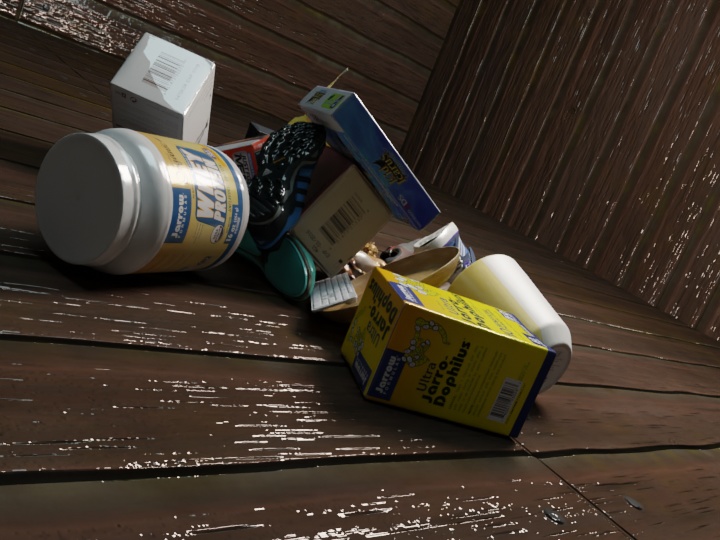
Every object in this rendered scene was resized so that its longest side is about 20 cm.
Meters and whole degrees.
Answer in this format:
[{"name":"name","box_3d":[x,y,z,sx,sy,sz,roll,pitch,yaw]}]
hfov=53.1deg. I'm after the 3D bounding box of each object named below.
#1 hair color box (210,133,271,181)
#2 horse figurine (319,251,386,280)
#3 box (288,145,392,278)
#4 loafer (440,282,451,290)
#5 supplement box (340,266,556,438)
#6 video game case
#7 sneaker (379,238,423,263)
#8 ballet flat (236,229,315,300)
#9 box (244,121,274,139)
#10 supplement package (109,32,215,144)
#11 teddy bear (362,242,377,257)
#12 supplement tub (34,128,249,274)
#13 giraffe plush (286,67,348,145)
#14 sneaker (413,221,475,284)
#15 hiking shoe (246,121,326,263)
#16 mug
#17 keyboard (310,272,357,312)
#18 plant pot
[{"name":"hair color box","box_3d":[-0.212,-0.136,0.995,0.194,0.066,0.111,-7,16,15]},{"name":"horse figurine","box_3d":[0.000,0.000,1.120,0.197,0.051,0.132,10,19,-48]},{"name":"box","box_3d":[-0.065,-0.104,1.048,0.109,0.128,0.200,48,-3,-36]},{"name":"loafer","box_3d":[0.086,0.033,1.045,0.071,0.073,0.200,51,17,6]},{"name":"supplement box","box_3d":[0.094,0.090,0.793,0.196,0.112,0.109,18,13,-22]},{"name":"video game case","box_3d":[0.008,-0.158,0.996,0.201,0.045,0.181,51,-3,-24]},{"name":"sneaker","box_3d":[0.078,-0.027,1.324,0.080,0.079,0.200,18,12,4]},{"name":"ballet flat","box_3d":[-0.107,-0.020,0.972,0.199,0.069,0.070,36,12,39]},{"name":"box","box_3d":[-0.134,-0.171,1.352,0.196,0.144,0.079,16,13,-28]},{"name":"supplement package","box_3d":[-0.301,-0.229,1.099,0.115,0.201,0.119,22,57,-3]},{"name":"teddy bear","box_3d":[-0.035,-0.071,1.235,0.144,0.068,0.199,32,6,30]},{"name":"supplement tub","box_3d":[-0.227,-0.071,0.772,0.143,0.148,0.199,28,14,22]},{"name":"giraffe plush","box_3d":[-0.041,-0.208,1.206,0.163,0.198,0.173,48,34,-12]},{"name":"sneaker","box_3d":[0.160,0.000,1.234,0.149,0.079,0.200,62,13,-1]},{"name":"hiking shoe","box_3d":[-0.099,-0.111,0.923,0.073,0.088,0.202,15,50,16]},{"name":"mug","box_3d":[0.188,0.094,0.964,0.153,0.184,0.151,48,-15,43]},{"name":"keyboard","box_3d":[-0.037,0.026,0.923,0.055,0.011,0.200,-11,8,-3]},{"name":"plant pot","box_3d":[0.038,0.021,0.915,0.195,0.028,0.200,-22,10,4]}]
